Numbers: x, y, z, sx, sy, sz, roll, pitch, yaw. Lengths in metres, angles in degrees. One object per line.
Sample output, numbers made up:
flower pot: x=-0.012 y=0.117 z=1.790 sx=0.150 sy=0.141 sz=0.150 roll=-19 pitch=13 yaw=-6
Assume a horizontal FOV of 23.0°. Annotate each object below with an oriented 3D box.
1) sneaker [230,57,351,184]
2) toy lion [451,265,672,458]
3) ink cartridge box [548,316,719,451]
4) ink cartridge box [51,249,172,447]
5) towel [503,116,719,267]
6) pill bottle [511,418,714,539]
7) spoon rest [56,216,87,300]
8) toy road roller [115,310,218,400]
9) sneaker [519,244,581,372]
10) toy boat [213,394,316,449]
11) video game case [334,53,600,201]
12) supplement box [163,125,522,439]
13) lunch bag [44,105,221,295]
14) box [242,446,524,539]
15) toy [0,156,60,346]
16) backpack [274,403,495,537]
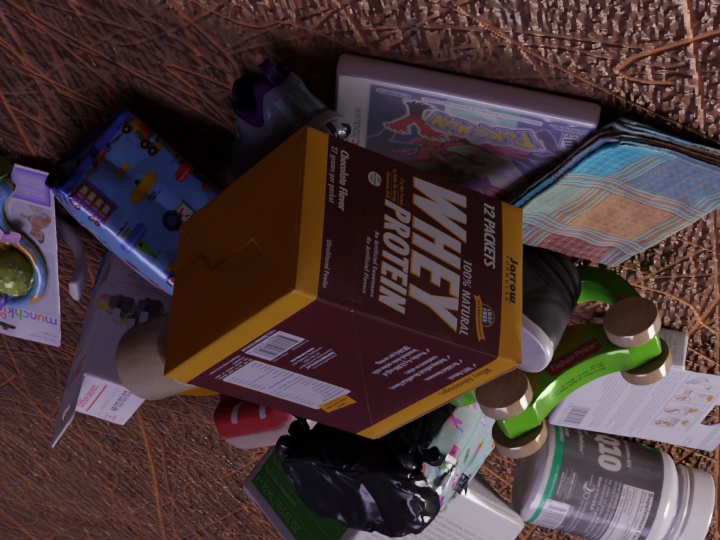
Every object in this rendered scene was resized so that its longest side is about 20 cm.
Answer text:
sneaker: x=-0.072 y=-0.113 z=1.399 sx=0.088 sy=0.074 sz=0.200 roll=52 pitch=157 yaw=-4
toy lion: x=0.143 y=0.057 z=1.537 sx=0.199 sy=0.192 sz=0.069 roll=-29 pitch=129 yaw=-3
ink cartridge box: x=0.286 y=0.113 z=1.719 sx=0.172 sy=0.044 sz=0.200 roll=9 pitch=156 yaw=-3
ink cartridge box: x=-0.230 y=0.070 z=1.682 sx=0.067 sy=0.202 sz=0.115 roll=18 pitch=156 yaw=-13
towel: x=0.201 y=-0.054 z=1.381 sx=0.146 sy=0.022 sz=0.200 roll=14 pitch=154 yaw=-24
pill bottle: x=0.272 y=0.238 z=1.913 sx=0.198 sy=0.114 sz=0.113 roll=16 pitch=156 yaw=-8
spoon rest: x=-0.345 y=-0.041 z=1.691 sx=0.199 sy=0.061 sz=0.100 roll=25 pitch=155 yaw=5
toy road roller: x=-0.118 y=0.038 z=1.591 sx=0.199 sy=0.147 sz=0.123 roll=3 pitch=166 yaw=-36
sneaker: x=0.098 y=-0.009 z=1.481 sx=0.200 sy=0.099 sz=0.071 roll=39 pitch=141 yaw=7
toy boat: x=-0.085 y=0.096 z=1.798 sx=0.199 sy=0.131 sz=0.131 roll=-17 pitch=113 yaw=52
video game case: x=0.076 y=-0.097 z=1.384 sx=0.198 sy=0.023 sz=0.183 roll=11 pitch=156 yaw=3
supplement box: x=-0.012 y=0.017 z=1.349 sx=0.199 sy=0.134 sz=0.197 roll=19 pitch=149 yaw=-28
lunch bag: x=-0.195 y=-0.042 z=1.514 sx=0.150 sy=0.094 sz=0.200 roll=41 pitch=162 yaw=-14
box: x=0.023 y=0.251 z=1.897 sx=0.200 sy=0.172 sz=0.199 roll=34 pitch=-174 yaw=-39
toy: x=-0.339 y=-0.011 z=1.632 sx=0.114 sy=0.047 sz=0.201 roll=14 pitch=125 yaw=12
backpack: x=0.041 y=0.146 z=1.613 sx=0.166 sy=0.200 sz=0.127 roll=11 pitch=131 yaw=31
